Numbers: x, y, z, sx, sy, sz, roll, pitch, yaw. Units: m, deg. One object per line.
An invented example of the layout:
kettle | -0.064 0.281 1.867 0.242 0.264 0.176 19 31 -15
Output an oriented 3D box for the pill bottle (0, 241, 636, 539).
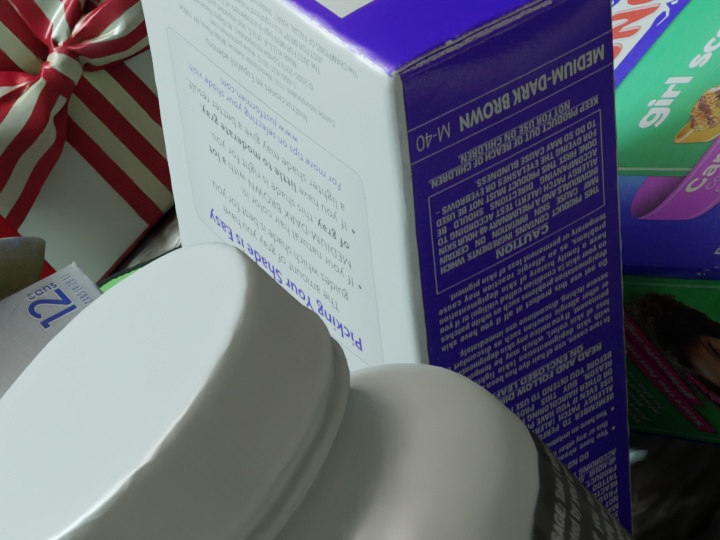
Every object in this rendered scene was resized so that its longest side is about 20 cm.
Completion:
pill bottle | 0.014 0.090 0.550 0.111 0.200 0.111 -36 24 19

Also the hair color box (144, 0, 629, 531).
hair color box | 0.008 0.001 0.671 0.065 0.201 0.109 -26 42 -25

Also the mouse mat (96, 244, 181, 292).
mouse mat | 0.000 0.000 0.903 0.199 0.008 0.161 -25 25 4

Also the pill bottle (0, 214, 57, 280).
pill bottle | -0.178 0.011 0.996 0.112 0.200 0.112 -41 14 13

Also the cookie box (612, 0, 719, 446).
cookie box | 0.115 -0.036 0.736 0.171 0.075 0.200 -47 22 -20

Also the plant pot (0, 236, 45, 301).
plant pot | -0.181 0.032 0.779 0.199 0.028 0.200 -17 -1 0

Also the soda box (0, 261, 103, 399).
soda box | -0.046 0.088 0.691 0.068 0.064 0.200 -29 50 -23

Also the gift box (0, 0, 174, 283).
gift box | -0.164 -0.099 1.187 0.185 0.200 0.187 -52 24 -4
